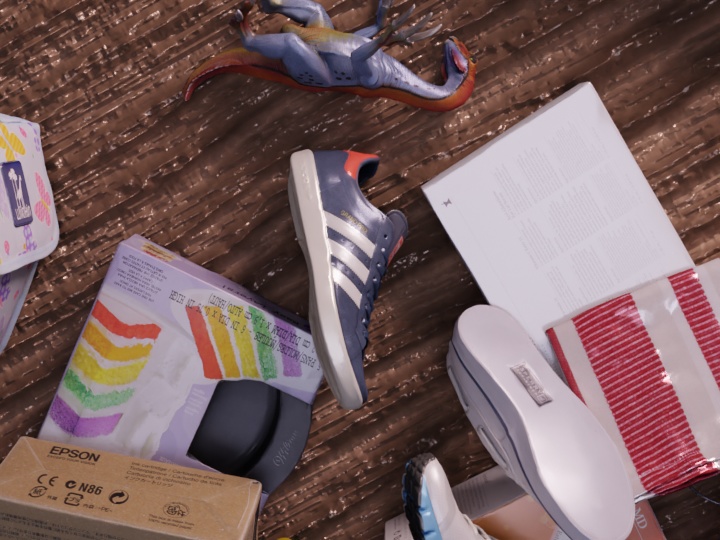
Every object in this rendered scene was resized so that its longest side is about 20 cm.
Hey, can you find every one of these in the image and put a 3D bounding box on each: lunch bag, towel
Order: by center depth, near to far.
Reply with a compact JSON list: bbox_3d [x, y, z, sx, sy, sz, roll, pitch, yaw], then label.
[{"bbox_3d":[0.250,0.069,0.763,0.197,0.023,0.146,-22,68,3],"label":"towel"},{"bbox_3d":[-0.303,-0.018,0.774,0.125,0.170,0.203,23,96,0],"label":"lunch bag"}]

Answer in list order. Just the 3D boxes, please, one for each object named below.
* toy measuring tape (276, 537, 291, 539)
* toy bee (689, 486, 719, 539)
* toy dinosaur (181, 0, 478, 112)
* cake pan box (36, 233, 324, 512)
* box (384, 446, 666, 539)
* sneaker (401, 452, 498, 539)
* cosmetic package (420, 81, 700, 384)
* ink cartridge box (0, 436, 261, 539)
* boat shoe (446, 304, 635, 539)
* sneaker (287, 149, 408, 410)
[{"bbox_3d":[-0.031,0.312,0.854,0.072,0.074,0.203,-20,95,4],"label":"toy measuring tape"},{"bbox_3d":[0.305,0.232,0.805,0.131,0.108,0.201,-50,120,-30],"label":"toy bee"},{"bbox_3d":[-0.008,-0.166,0.815,0.180,0.106,0.200,36,134,-15],"label":"toy dinosaur"},{"bbox_3d":[-0.134,0.099,0.843,0.198,0.052,0.186,27,99,-2],"label":"cake pan box"},{"bbox_3d":[0.132,0.222,0.825,0.198,0.097,0.126,-27,94,4],"label":"box"},{"bbox_3d":[0.090,0.214,0.748,0.085,0.075,0.203,-21,102,-3],"label":"sneaker"},{"bbox_3d":[0.159,-0.018,0.820,0.149,0.052,0.202,-31,95,3],"label":"cosmetic package"},{"bbox_3d":[-0.180,0.229,0.813,0.196,0.075,0.167,10,120,5],"label":"ink cartridge box"},{"bbox_3d":[0.125,0.119,0.765,0.072,0.066,0.202,-10,53,-24],"label":"boat shoe"},{"bbox_3d":[0.000,0.000,0.794,0.083,0.075,0.204,-7,75,-10],"label":"sneaker"}]
